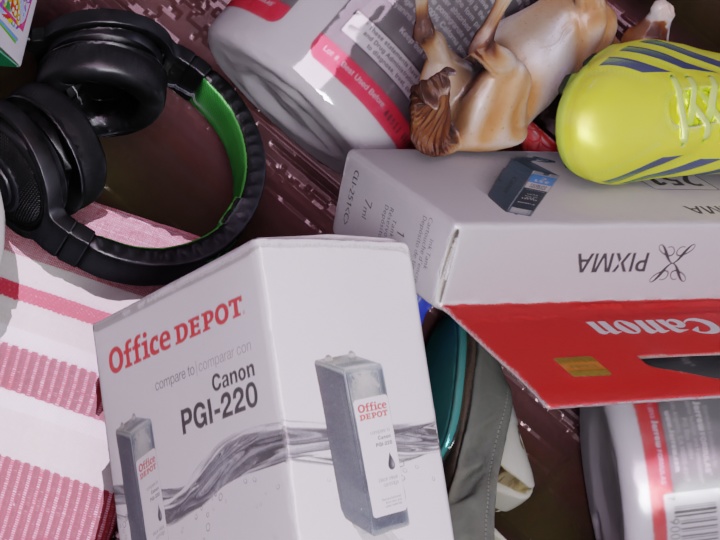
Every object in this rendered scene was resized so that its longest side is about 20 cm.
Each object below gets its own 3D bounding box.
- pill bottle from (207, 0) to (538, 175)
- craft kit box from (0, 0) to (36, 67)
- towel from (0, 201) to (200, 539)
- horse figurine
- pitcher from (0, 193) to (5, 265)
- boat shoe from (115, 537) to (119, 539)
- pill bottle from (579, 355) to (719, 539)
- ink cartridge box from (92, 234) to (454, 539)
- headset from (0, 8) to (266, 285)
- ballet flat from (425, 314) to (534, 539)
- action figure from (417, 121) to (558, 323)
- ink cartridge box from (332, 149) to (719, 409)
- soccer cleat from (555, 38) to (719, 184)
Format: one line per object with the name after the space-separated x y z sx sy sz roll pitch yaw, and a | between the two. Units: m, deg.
0.031 -0.147 1.159 0.111 0.111 0.200 40 81 5 | pill bottle
-0.230 -0.195 1.132 0.200 0.049 0.198 5 75 21 | craft kit box
-0.169 0.057 1.158 0.144 0.023 0.200 19 81 -1 | towel
0.075 -0.105 1.103 0.050 0.133 0.200 29 48 27 | horse figurine
-0.264 -0.038 1.116 0.200 0.121 0.172 -3 63 21 | pitcher
-0.130 0.153 1.103 0.200 0.072 0.060 -24 89 -20 | boat shoe
0.208 0.085 1.122 0.200 0.114 0.114 -7 80 -4 | pill bottle
-0.035 0.098 1.036 0.085 0.146 0.200 3 73 -35 | ink cartridge box
-0.143 -0.068 1.156 0.200 0.094 0.124 35 55 -5 | headset
0.047 0.109 1.117 0.064 0.067 0.200 26 49 -15 | ballet flat
0.000 0.000 1.147 0.099 0.065 0.200 34 79 -19 | action figure
0.116 -0.002 1.073 0.200 0.176 0.045 -1 114 -33 | ink cartridge box
0.169 -0.072 1.119 0.200 0.084 0.065 -5 101 -44 | soccer cleat
